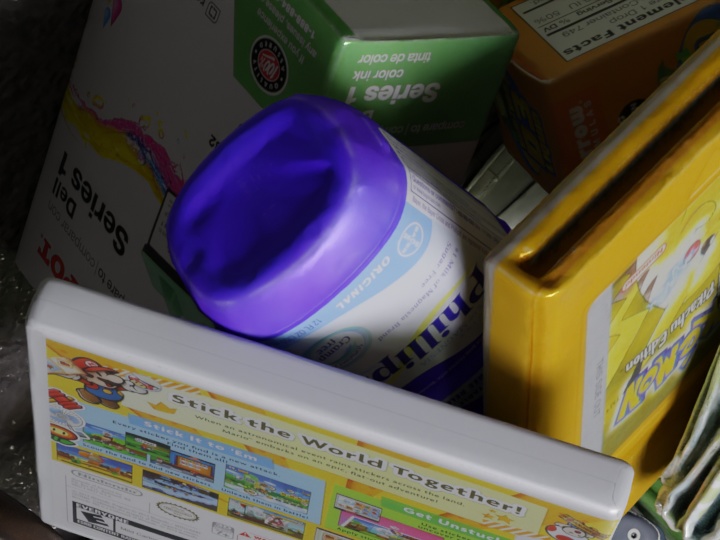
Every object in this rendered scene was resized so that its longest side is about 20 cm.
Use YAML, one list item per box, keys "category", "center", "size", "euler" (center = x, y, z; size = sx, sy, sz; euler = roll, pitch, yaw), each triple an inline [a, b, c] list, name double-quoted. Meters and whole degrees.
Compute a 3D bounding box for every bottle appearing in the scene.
- category: "bottle"
  center: [0.016, 0.010, 0.933]
  size: [0.083, 0.065, 0.200]
  euler: [-42, 144, 10]

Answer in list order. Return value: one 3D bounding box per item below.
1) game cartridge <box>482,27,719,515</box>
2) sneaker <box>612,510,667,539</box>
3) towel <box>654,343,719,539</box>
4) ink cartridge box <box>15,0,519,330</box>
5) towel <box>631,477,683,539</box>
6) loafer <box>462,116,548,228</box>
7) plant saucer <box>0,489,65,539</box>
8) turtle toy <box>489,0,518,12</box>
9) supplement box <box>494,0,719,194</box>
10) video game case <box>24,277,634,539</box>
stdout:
- category: "game cartridge"
  center: [0.109, 0.009, 0.958]
  size: [0.176, 0.032, 0.201]
  euler: [-43, 151, -25]
- category: "sneaker"
  center: [0.109, 0.193, 1.225]
  size: [0.146, 0.202, 0.077]
  euler: [-38, 163, -17]
- category: "towel"
  center: [0.191, 0.007, 1.019]
  size: [0.200, 0.048, 0.172]
  euler: [-30, 144, -52]
- category: "ink cartridge box"
  center: [-0.041, -0.042, 1.007]
  size: [0.084, 0.145, 0.201]
  euler: [-6, 131, -37]
- category: "towel"
  center: [0.161, 0.131, 1.333]
  size: [0.031, 0.149, 0.200]
  euler: [-43, 151, -5]
- category: "loafer"
  center: [0.000, 0.000, 1.162]
  size: [0.199, 0.070, 0.070]
  euler: [-31, 103, -4]
- category: "plant saucer"
  center: [-0.140, 0.147, 1.075]
  size: [0.032, 0.200, 0.201]
  euler: [-42, 148, -33]
- category: "turtle toy"
  center: [0.096, -0.153, 1.055]
  size: [0.145, 0.101, 0.200]
  euler: [28, 104, -37]
- category: "supplement box"
  center: [0.146, -0.096, 1.008]
  size: [0.199, 0.069, 0.067]
  euler: [-25, 125, -8]
- category: "video game case"
  center: [-0.017, 0.077, 0.931]
  size: [0.182, 0.199, 0.023]
  euler: [101, 8, -64]
